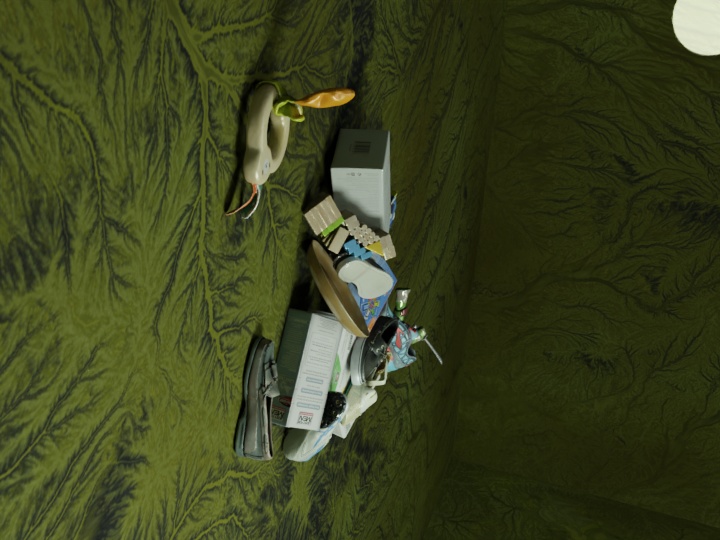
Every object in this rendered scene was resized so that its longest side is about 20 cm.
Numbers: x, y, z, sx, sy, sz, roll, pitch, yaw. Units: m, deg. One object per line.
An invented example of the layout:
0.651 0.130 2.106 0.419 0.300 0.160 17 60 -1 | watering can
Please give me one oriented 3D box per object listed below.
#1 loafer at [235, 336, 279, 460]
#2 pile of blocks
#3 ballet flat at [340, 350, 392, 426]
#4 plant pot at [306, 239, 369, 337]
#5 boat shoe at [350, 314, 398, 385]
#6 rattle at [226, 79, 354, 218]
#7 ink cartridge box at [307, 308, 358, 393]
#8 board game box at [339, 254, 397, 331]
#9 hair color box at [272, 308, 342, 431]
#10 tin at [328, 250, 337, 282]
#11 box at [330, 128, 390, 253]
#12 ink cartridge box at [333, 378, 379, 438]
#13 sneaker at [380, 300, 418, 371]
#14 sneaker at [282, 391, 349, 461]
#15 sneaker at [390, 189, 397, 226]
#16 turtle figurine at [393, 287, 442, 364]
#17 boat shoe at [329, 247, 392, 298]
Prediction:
-0.155 0.210 1.407 0.072 0.062 0.202 -12 112 -74 | loafer
-0.027 -0.069 1.557 0.083 0.199 0.062 -58 -151 2 | pile of blocks
0.014 0.228 1.724 0.068 0.062 0.201 83 23 -45 | ballet flat
-0.045 0.038 1.559 0.201 0.027 0.200 59 5 -9 | plant pot
0.028 0.152 1.714 0.201 0.056 0.069 -64 149 -52 | boat shoe
-0.099 -0.160 1.214 0.130 0.141 0.202 114 -13 -70 | rattle
-0.057 0.167 1.697 0.200 0.083 0.146 41 62 -73 | ink cartridge box
0.017 0.032 1.755 0.103 0.019 0.200 58 31 -17 | board game box
-0.101 0.178 1.539 0.099 0.060 0.202 21 79 -53 | hair color box
-0.036 0.010 1.753 0.200 0.041 0.113 63 37 -68 | tin
0.004 -0.148 1.625 0.125 0.096 0.201 -80 171 -47 | box
-0.022 0.250 1.912 0.177 0.044 0.201 -57 156 -30 | ink cartridge box
0.077 0.126 1.885 0.080 0.094 0.201 -97 175 -55 | sneaker
-0.075 0.288 1.611 0.072 0.072 0.200 3 139 -40 | sneaker
0.033 -0.108 1.853 0.200 0.073 0.083 -53 153 -56 | sneaker
0.080 0.137 2.070 0.199 0.143 0.196 -4 96 -40 | turtle figurine
0.000 0.000 1.658 0.200 0.074 0.061 30 27 -58 | boat shoe
